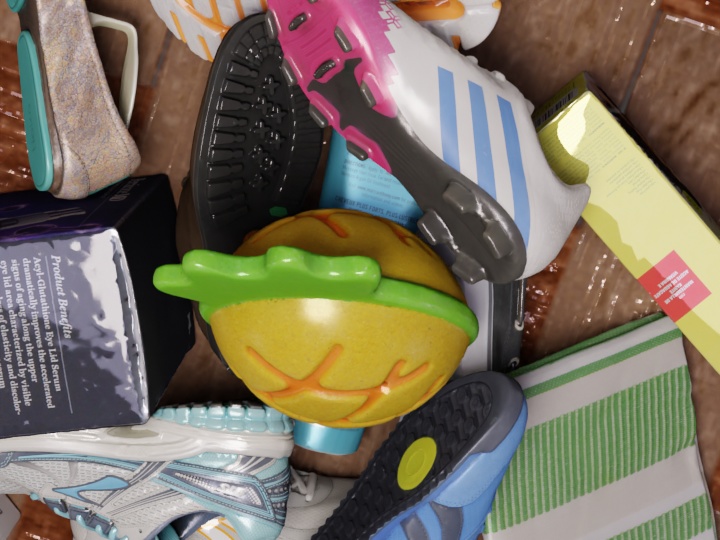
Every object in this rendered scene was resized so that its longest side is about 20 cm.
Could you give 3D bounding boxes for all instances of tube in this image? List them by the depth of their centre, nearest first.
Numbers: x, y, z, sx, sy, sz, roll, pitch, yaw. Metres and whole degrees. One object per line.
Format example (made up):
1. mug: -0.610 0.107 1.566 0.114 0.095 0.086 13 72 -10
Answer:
1. tube: 0.000 0.000 1.067 0.077 0.050 0.201 15 101 -6

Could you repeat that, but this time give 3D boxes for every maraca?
1. maraca: -0.018 0.019 0.957 0.137 0.200 0.107 -6 73 21

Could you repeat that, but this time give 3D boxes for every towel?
1. towel: 0.130 0.138 1.064 0.152 0.023 0.201 -19 106 -27

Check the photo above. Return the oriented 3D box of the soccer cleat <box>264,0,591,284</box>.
1. soccer cleat: 0.034 -0.084 0.968 0.200 0.086 0.070 52 145 1

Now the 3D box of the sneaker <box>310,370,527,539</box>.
1. sneaker: 0.034 0.137 1.011 0.078 0.066 0.200 29 110 -24

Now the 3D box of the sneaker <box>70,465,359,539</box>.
1. sneaker: -0.073 0.124 1.090 0.199 0.076 0.092 -6 99 5

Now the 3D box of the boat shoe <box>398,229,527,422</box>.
1. boat shoe: 0.062 0.063 1.067 0.056 0.069 0.201 -15 118 -34

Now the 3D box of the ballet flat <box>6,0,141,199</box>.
1. ballet flat: -0.155 -0.139 1.032 0.067 0.068 0.201 -10 93 -22

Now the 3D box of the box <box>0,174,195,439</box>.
1. box: -0.200 0.022 1.034 0.199 0.148 0.105 -7 103 5

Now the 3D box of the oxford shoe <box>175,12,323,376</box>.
1. oxford shoe: -0.070 -0.047 1.032 0.072 0.084 0.201 -8 122 -29

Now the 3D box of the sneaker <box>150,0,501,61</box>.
1. sneaker: -0.017 -0.152 1.017 0.199 0.077 0.078 3 136 18

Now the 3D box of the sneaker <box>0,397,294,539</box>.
1. sneaker: -0.130 0.117 1.036 0.199 0.078 0.087 -7 84 20

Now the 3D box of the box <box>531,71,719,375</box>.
1. box: 0.167 -0.012 1.034 0.050 0.075 0.200 -39 99 13

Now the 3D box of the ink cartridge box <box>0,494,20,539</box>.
1. ink cartridge box: -0.223 0.173 1.046 0.045 0.200 0.177 -33 99 10
